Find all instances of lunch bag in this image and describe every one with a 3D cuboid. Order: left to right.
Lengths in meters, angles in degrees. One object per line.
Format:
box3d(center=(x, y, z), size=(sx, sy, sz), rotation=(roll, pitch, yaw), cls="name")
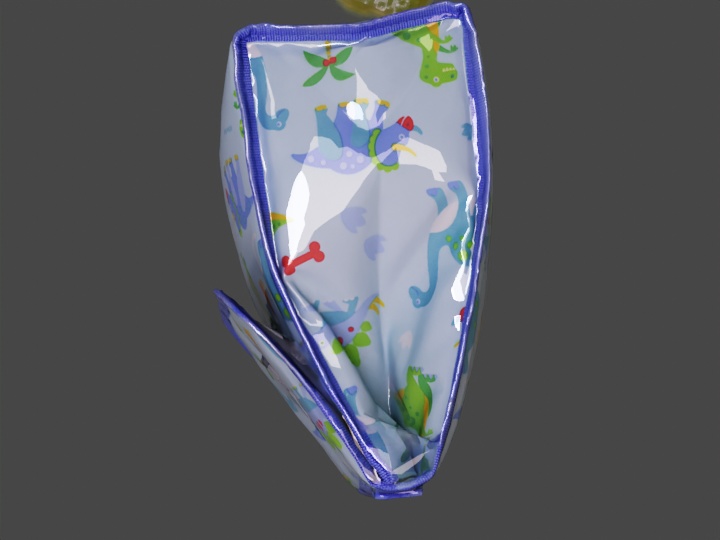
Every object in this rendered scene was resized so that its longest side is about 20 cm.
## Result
box3d(center=(0.000, 0.000, 1.256), size=(0.127, 0.170, 0.200), rotation=(-9, 85, -3), cls="lunch bag")
